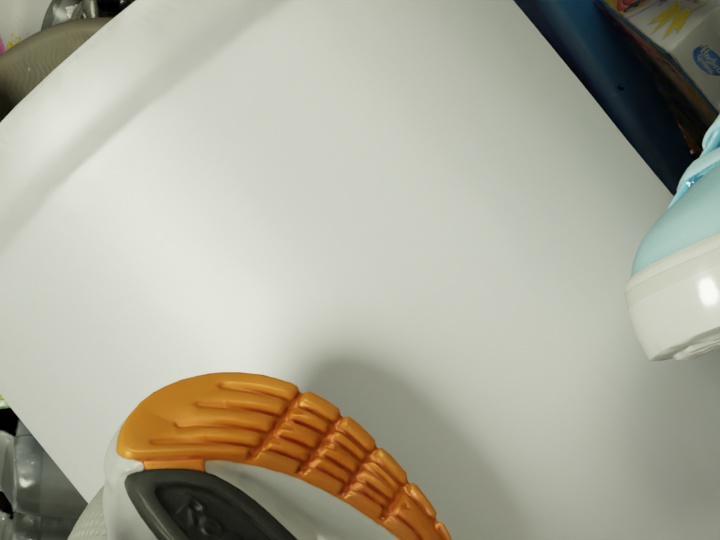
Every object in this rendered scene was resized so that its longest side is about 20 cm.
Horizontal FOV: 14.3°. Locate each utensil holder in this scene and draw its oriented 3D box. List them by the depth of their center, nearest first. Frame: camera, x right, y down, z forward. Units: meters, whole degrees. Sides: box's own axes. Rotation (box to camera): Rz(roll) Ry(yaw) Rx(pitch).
[{"bbox_3d":[0.011,0.029,0.714,0.200,0.170,0.170,51,46,7],"label":"utensil holder"}]

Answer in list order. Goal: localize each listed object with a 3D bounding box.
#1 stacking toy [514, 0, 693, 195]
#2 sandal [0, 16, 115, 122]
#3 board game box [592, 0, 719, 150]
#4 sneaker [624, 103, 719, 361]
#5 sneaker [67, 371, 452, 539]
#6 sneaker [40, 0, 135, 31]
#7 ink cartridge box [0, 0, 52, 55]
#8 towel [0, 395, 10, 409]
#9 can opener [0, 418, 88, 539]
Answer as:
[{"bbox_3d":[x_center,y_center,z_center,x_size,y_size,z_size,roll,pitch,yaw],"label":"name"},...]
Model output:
[{"bbox_3d":[0.000,0.000,0.899,0.200,0.116,0.110,-39,8,-26],"label":"stacking toy"},{"bbox_3d":[-0.129,-0.034,0.871,0.199,0.082,0.054,1,2,44],"label":"sandal"},{"bbox_3d":[0.121,-0.062,0.937,0.034,0.134,0.200,-42,23,4],"label":"board game box"},{"bbox_3d":[0.108,-0.048,0.666,0.082,0.074,0.200,55,43,-1],"label":"sneaker"},{"bbox_3d":[0.015,0.111,0.612,0.200,0.092,0.076,42,44,2],"label":"sneaker"},{"bbox_3d":[-0.060,-0.056,0.881,0.200,0.082,0.077,-30,21,32],"label":"sneaker"},{"bbox_3d":[-0.078,-0.118,0.983,0.128,0.201,0.126,-9,53,-22],"label":"ink cartridge box"},{"bbox_3d":[-0.184,0.019,0.851,0.199,0.023,0.144,3,5,-3],"label":"towel"},{"bbox_3d":[-0.084,0.056,0.825,0.199,0.054,0.067,4,34,-5],"label":"can opener"}]
